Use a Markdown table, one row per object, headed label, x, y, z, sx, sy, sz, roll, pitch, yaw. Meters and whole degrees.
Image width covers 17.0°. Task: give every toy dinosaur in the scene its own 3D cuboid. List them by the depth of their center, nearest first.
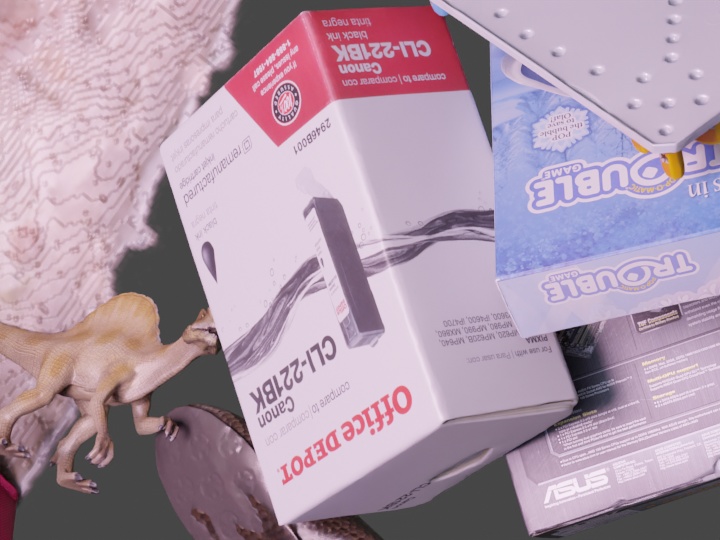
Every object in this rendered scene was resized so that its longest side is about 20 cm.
| label | x | y | z | sx | sy | sz | roll | pitch | yaw |
| --- | --- | --- | --- | --- | --- | --- | --- | --- | --- |
| toy dinosaur | -0.142 | 0.054 | 1.210 | 0.200 | 0.058 | 0.101 | 3 | 63 | 35 |

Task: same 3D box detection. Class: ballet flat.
| label | x | y | z | sx | sy | sz | roll | pitch | yaw |
| --- | --- | --- | --- | --- | --- | --- | --- | --- | --- |
| ballet flat | -0.020 | 0.131 | 1.160 | 0.200 | 0.046 | 0.067 | 36 | 118 | 26 |

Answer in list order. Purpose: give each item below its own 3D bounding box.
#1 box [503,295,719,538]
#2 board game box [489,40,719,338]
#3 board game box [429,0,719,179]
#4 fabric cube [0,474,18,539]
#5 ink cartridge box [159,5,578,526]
| label | x | y | z | sx | sy | sz | roll | pitch | yaw |
| --- | --- | --- | --- | --- | --- | --- | --- | --- | --- |
| box | 0.150 | 0.019 | 1.102 | 0.200 | 0.048 | 0.159 | -21 | 75 | 17 |
| board game box | 0.156 | -0.076 | 1.051 | 0.199 | 0.043 | 0.199 | -13 | 45 | 14 |
| board game box | 0.142 | -0.142 | 1.056 | 0.200 | 0.026 | 0.200 | -35 | 47 | -17 |
| fabric cube | -0.297 | 0.155 | 1.133 | 0.196 | 0.200 | 0.200 | -20 | 42 | 18 |
| ink cartridge box | 0.000 | 0.000 | 1.105 | 0.144 | 0.084 | 0.200 | -37 | 67 | 49 |
